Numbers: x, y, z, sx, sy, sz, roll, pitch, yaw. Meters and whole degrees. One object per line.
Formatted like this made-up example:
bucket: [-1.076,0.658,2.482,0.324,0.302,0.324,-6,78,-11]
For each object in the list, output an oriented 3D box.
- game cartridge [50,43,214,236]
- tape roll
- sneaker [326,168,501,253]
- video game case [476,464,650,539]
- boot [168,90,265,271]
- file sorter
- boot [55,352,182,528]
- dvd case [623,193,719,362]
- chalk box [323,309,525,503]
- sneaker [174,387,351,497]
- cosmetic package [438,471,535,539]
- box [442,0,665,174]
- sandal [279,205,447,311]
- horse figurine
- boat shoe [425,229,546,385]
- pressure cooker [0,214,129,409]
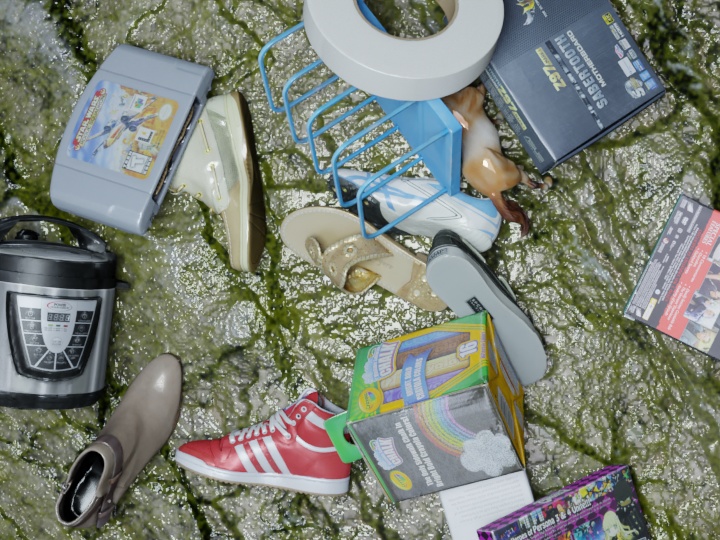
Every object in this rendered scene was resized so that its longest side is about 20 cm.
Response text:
game cartridge: [-0.254,-0.147,1.245,0.132,0.042,0.202,18,76,12]
tape roll: [0.042,-0.257,1.125,0.200,0.037,0.205,4,59,-6]
sneaker: [0.060,-0.076,1.256,0.198,0.072,0.073,17,63,12]
video game case: [0.229,0.324,1.202,0.198,0.036,0.184,-18,91,-31]
boot: [-0.190,-0.090,1.277,0.152,0.072,0.203,-8,84,7]
file sorter: [-0.001,-0.155,1.177,0.122,0.139,0.201,-33,69,-9]
boot: [-0.265,0.191,1.260,0.070,0.146,0.202,23,94,8]
dvd case: [0.403,0.026,1.232,0.198,0.022,0.147,26,95,7]
chalk box: [0.062,0.149,1.203,0.198,0.124,0.125,-16,121,18]
sneaker: [-0.104,0.181,1.277,0.197,0.071,0.114,8,97,-1]
cosmetic package: [0.152,0.290,1.249,0.100,0.074,0.203,-16,92,7]
box: [0.204,-0.227,1.206,0.157,0.051,0.201,-31,87,-15]
sandal: [0.002,-0.005,1.247,0.209,0.070,0.078,23,118,5]
horse figurine: [0.133,-0.132,1.204,0.050,0.132,0.202,-28,81,40]
boat shoe: [0.140,0.039,1.232,0.070,0.064,0.201,-26,118,23]
pressure cooker: [-0.359,0.040,1.253,0.176,0.176,0.203,8,92,10]
